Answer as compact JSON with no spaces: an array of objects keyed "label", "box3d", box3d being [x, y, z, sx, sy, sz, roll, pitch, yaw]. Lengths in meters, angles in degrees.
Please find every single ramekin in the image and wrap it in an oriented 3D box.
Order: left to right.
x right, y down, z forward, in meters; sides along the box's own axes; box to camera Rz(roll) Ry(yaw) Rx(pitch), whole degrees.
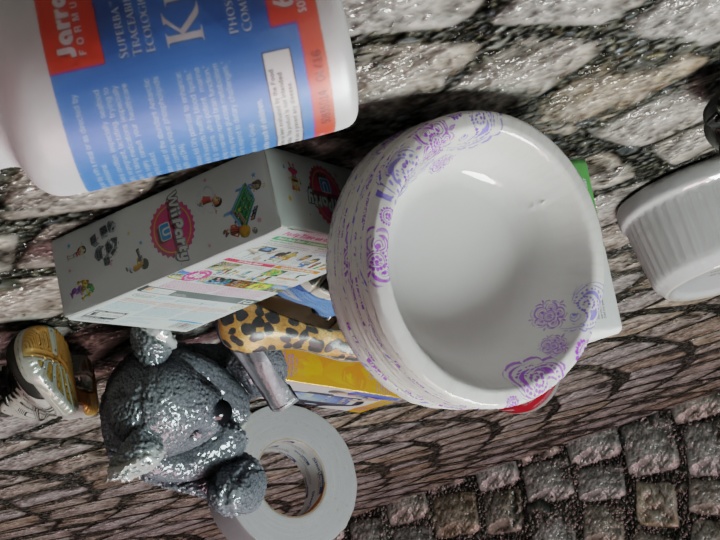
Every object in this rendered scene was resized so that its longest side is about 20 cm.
[{"label":"ramekin","box3d":[0.354,-0.041,1.351,0.199,0.096,0.203,-14,165,-4]}]

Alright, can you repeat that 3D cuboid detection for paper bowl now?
[{"label":"paper bowl","box3d":[0.067,-0.004,0.990,0.198,0.204,0.104,-6,177,-30]}]

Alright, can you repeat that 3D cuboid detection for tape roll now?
[{"label":"tape roll","box3d":[-0.105,0.285,1.889,0.198,0.203,0.066,-6,163,-30]}]

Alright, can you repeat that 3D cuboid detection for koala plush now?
[{"label":"koala plush","box3d":[-0.182,0.132,1.320,0.181,0.180,0.200,8,172,10]}]

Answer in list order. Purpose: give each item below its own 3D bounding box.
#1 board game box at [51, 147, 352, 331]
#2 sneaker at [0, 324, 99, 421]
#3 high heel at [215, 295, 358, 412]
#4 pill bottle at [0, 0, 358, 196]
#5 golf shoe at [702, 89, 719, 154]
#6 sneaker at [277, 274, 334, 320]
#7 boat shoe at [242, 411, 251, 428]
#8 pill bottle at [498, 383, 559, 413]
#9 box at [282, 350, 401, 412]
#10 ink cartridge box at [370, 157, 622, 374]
[{"label":"board game box","box3d":[-0.104,-0.018,1.042,0.198,0.065,0.147,-21,165,26]},{"label":"sneaker","box3d":[-0.300,0.106,1.283,0.086,0.077,0.200,-10,163,-1]},{"label":"high heel","box3d":[-0.038,0.024,1.307,0.199,0.071,0.143,-39,127,-13]},{"label":"pill bottle","box3d":[-0.107,-0.098,0.643,0.197,0.114,0.112,-15,166,-4]},{"label":"golf shoe","box3d":[0.351,-0.141,1.054,0.197,0.079,0.094,-16,-177,10]},{"label":"sneaker","box3d":[0.000,0.000,1.220,0.198,0.080,0.089,8,165,-42]},{"label":"boat shoe","box3d":[-0.194,0.192,1.779,0.061,0.073,0.200,35,158,-11]},{"label":"pill bottle","box3d":[0.169,0.110,1.688,0.111,0.114,0.200,-19,165,16]},{"label":"box","box3d":[-0.062,0.116,1.520,0.197,0.042,0.119,9,164,-23]},{"label":"ink cartridge box","box3d":[0.095,-0.004,1.121,0.197,0.148,0.084,-5,170,-30]}]
